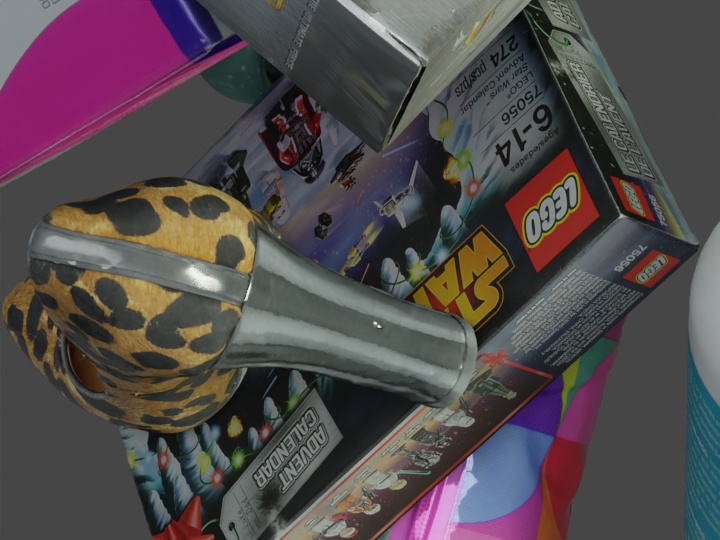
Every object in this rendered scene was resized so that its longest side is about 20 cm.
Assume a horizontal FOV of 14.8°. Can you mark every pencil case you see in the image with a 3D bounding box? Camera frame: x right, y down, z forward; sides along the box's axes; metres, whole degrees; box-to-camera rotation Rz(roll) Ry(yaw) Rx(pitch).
[{"bbox_3d":[0.030,0.074,0.880,0.088,0.088,0.202,15,86,10],"label":"pencil case"}]

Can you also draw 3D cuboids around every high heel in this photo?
[{"bbox_3d":[-0.081,0.001,0.795,0.199,0.142,0.072,3,78,47],"label":"high heel"}]

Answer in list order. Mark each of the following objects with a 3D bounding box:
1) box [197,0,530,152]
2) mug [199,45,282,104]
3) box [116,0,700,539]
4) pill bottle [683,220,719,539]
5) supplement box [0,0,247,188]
[{"bbox_3d":[0.010,-0.150,0.737,0.158,0.048,0.200,40,60,8],"label":"box"},{"bbox_3d":[-0.019,-0.165,0.887,0.152,0.114,0.185,49,134,9],"label":"mug"},{"bbox_3d":[0.000,0.000,0.848,0.200,0.040,0.137,-44,49,26],"label":"box"},{"bbox_3d":[0.147,0.044,0.791,0.110,0.201,0.111,-3,45,3],"label":"pill bottle"},{"bbox_3d":[-0.099,-0.089,0.841,0.199,0.103,0.102,-25,96,43],"label":"supplement box"}]
